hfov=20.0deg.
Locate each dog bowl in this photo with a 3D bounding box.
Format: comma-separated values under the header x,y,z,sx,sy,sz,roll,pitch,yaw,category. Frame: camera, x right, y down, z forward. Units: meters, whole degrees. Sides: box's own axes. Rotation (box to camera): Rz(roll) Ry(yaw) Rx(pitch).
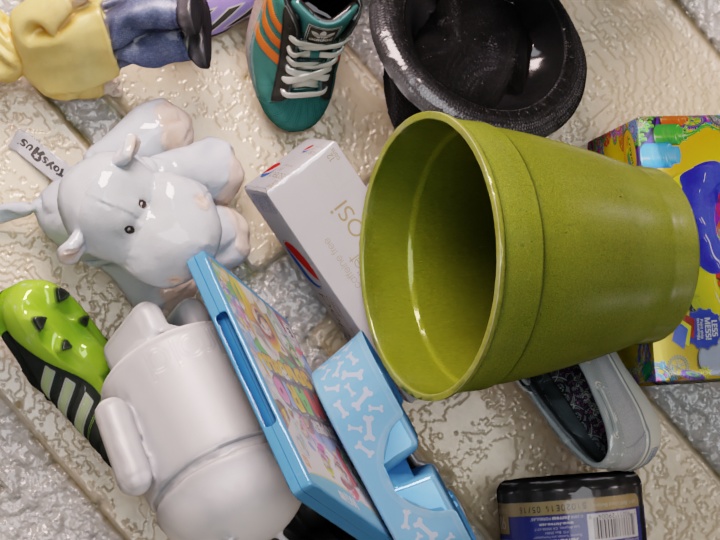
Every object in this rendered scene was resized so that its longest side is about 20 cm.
x,y,z,sx,sy,sz,roll,pitch,yaw,category
0.028,0.142,1.457,0.050,0.111,0.200,-29,90,1,dog bowl

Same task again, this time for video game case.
x,y,z,sx,sy,sz,roll,pitch,yaw,category
-0.049,0.091,1.422,0.018,0.143,0.200,-32,59,8,video game case

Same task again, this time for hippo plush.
x,y,z,sx,sy,sz,roll,pitch,yaw,category
-0.164,-0.060,1.487,0.200,0.161,0.160,28,81,-7,hippo plush

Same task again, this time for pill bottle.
x,y,z,sx,sy,sz,roll,pitch,yaw,category
0.166,0.254,1.543,0.112,0.112,0.200,-4,85,-11,pill bottle

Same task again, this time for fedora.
x,y,z,sx,sy,sz,roll,pitch,yaw,category
0.075,-0.157,1.558,0.200,0.092,0.201,15,52,-21,fedora

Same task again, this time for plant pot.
x,y,z,sx,sy,sz,roll,pitch,yaw,category
0.129,-0.011,1.459,0.193,0.200,0.201,-1,84,-28,plant pot

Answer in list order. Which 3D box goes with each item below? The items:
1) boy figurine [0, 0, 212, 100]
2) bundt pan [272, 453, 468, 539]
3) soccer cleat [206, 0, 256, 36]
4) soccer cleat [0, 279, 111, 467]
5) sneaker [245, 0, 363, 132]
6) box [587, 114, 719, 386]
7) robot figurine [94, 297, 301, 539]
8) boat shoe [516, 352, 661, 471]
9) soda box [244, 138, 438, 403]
x,y,z,sx,sy,sz,roll,pitch,yaw,category
-0.211,-0.170,1.522,0.200,0.124,0.065,-7,55,10,boy figurine
-0.019,0.218,1.530,0.201,0.076,0.202,1,84,-10,bundt pan
-0.078,-0.228,1.564,0.200,0.073,0.068,-17,88,-12,soccer cleat
-0.202,0.086,1.519,0.068,0.081,0.200,-49,116,-32,soccer cleat
-0.041,-0.181,1.517,0.071,0.080,0.200,-6,126,-16,sneaker
0.291,-0.015,1.589,0.192,0.122,0.200,-3,85,-12,box
-0.109,0.116,1.438,0.169,0.113,0.200,-9,60,-40,robot figurine
0.148,0.066,1.543,0.071,0.070,0.201,-2,50,-49,boat shoe
0.000,0.000,1.540,0.068,0.064,0.200,-38,106,-12,soda box
